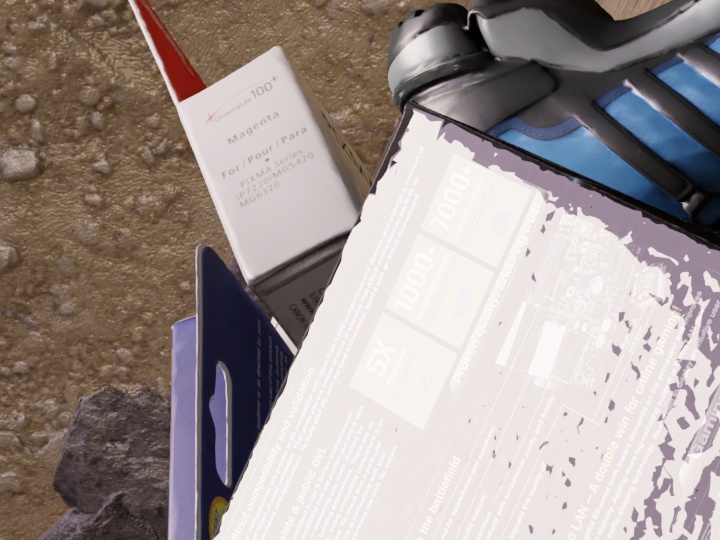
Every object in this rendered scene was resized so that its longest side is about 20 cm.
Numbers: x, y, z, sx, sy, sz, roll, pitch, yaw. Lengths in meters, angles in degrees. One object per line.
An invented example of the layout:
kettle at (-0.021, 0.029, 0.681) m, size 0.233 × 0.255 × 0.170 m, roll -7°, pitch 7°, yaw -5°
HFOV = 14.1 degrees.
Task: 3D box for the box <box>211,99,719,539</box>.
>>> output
box at (0.046, 0.084, 0.691) m, size 0.164 × 0.086 × 0.200 m, roll 28°, pitch 95°, yaw 48°

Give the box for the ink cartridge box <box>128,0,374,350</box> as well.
ink cartridge box at (0.000, 0.000, 0.962) m, size 0.044 × 0.200 × 0.174 m, roll -29°, pitch 44°, yaw 6°

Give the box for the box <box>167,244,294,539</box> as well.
box at (-0.015, 0.095, 0.856) m, size 0.200 × 0.032 × 0.121 m, roll 57°, pitch -157°, yaw -44°

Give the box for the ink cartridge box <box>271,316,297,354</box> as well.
ink cartridge box at (0.023, 0.079, 1.100) m, size 0.200 × 0.147 × 0.083 m, roll -72°, pitch 5°, yaw -61°

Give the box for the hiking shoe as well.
hiking shoe at (0.105, -0.038, 0.803) m, size 0.074 × 0.200 × 0.087 m, roll 15°, pitch -110°, yaw -62°
